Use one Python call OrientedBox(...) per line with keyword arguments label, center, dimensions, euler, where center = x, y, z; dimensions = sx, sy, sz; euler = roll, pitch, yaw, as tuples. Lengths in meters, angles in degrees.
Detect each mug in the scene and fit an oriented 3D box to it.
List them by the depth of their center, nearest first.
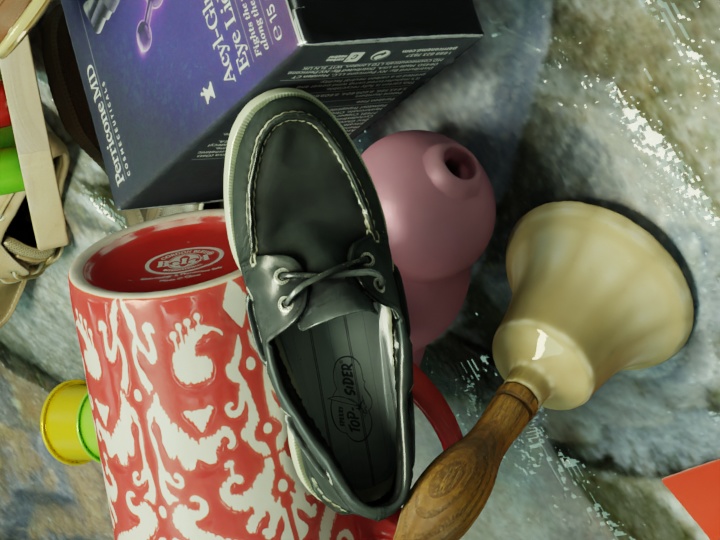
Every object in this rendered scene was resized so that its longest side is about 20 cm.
OrientedBox(label="mug", center=(-0.053, 0.074, 0.973), dimensions=(0.133, 0.177, 0.201), euler=(25, 131, 55))

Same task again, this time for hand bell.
OrientedBox(label="hand bell", center=(0.069, 0.066, 0.926), dimensions=(0.104, 0.200, 0.104), euler=(22, 138, 22))

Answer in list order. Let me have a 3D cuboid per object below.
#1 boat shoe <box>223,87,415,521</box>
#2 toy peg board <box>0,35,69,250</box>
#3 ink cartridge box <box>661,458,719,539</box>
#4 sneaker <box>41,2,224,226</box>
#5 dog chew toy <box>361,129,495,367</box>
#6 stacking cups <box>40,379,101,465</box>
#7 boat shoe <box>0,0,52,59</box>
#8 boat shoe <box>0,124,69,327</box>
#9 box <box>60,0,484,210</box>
OrientedBox(label="boat shoe", center=(-0.013, 0.020, 0.867), dimensions=(0.066, 0.074, 0.200), euler=(-138, 40, -68))
OrientedBox(label="toy peg board", center=(-0.235, -0.138, 1.089), dimensions=(0.200, 0.097, 0.200), euler=(-113, 14, -52))
OrientedBox(label="ink cartridge box", center=(0.245, 0.177, 0.969), dimensions=(0.200, 0.047, 0.160), euler=(54, 143, -6))
OrientedBox(label="sneaker", center=(-0.111, -0.072, 1.139), dimensions=(0.075, 0.071, 0.201), euler=(-12, 115, 29))
OrientedBox(label="dog chew toy", center=(0.000, 0.000, 1.028), dimensions=(0.125, 0.124, 0.200), euler=(48, 135, 5))
OrientedBox(label="stacking cups", center=(-0.129, 0.104, 1.292), dimensions=(0.199, 0.060, 0.061), euler=(-1, 119, 45))
OrientedBox(label="boat shoe", center=(-0.153, -0.201, 0.936), dimensions=(0.067, 0.201, 0.072), euler=(23, 174, -23))
OrientedBox(label="boat shoe", center=(-0.232, -0.021, 1.285), dimensions=(0.064, 0.071, 0.200), euler=(38, 139, 19))
OrientedBox(label="box", center=(-0.052, -0.133, 0.943), dimensions=(0.200, 0.104, 0.149), euler=(-36, 67, 52))
